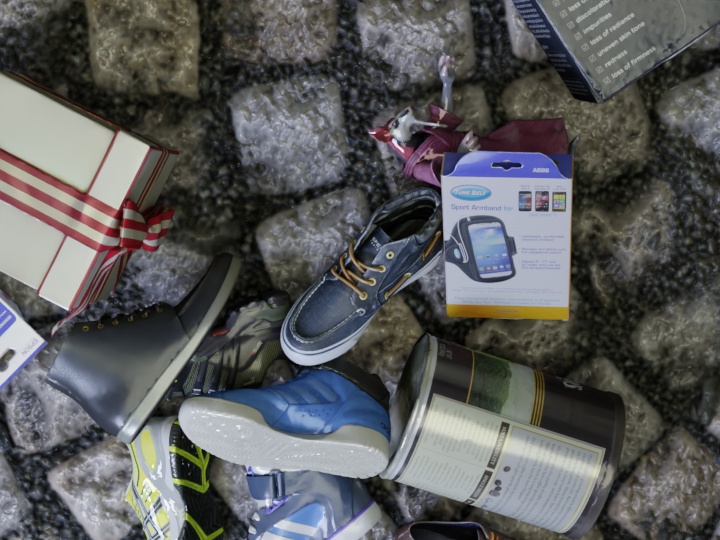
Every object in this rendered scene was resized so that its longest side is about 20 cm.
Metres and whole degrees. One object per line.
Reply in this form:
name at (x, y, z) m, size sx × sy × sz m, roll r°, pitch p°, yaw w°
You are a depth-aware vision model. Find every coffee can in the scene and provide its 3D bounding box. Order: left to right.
coffee can at (0.134, 0.159, 1.538) m, size 0.199 × 0.146 × 0.147 m, roll 18°, pitch 96°, yaw -6°

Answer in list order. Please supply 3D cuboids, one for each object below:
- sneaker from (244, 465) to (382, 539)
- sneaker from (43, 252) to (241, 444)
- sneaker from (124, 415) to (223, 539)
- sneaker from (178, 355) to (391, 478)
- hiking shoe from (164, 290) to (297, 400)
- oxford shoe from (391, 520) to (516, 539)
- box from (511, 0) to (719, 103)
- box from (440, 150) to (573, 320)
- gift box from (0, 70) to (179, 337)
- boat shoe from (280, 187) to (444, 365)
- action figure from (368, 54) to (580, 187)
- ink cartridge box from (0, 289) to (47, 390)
sneaker at (-0.093, 0.237, 1.572) m, size 0.200 × 0.081 × 0.147 m, roll -36°, pitch 90°, yaw 4°
sneaker at (-0.197, 0.048, 1.468) m, size 0.106 × 0.075 × 0.200 m, roll 35°, pitch 78°, yaw -2°
sneaker at (-0.186, 0.235, 1.573) m, size 0.076 × 0.075 × 0.201 m, roll 4°, pitch 104°, yaw 29°
sneaker at (-0.068, 0.125, 1.519) m, size 0.199 × 0.111 × 0.077 m, roll 9°, pitch 137°, yaw -3°
hiking shoe at (-0.140, 0.102, 1.546) m, size 0.200 × 0.076 × 0.101 m, roll -29°, pitch 95°, yaw -1°
oxford shoe at (0.129, 0.290, 1.581) m, size 0.199 × 0.073 × 0.071 m, roll 10°, pitch 58°, yaw -6°
box at (0.241, -0.293, 1.501) m, size 0.200 × 0.124 × 0.197 m, roll -34°, pitch 100°, yaw 1°
box at (0.136, -0.039, 1.485) m, size 0.119 × 0.042 × 0.200 m, roll 2°, pitch 131°, yaw 7°
gift box at (-0.277, -0.058, 1.469) m, size 0.186 × 0.185 × 0.200 m, roll 26°, pitch 98°, yaw 2°
boat shoe at (0.000, 0.000, 1.508) m, size 0.071 × 0.091 × 0.200 m, roll 41°, pitch 69°, yaw 21°
action figure at (0.104, -0.106, 1.543) m, size 0.199 × 0.134 × 0.149 m, roll 12°, pitch 133°, yaw 1°
ink cartridge box at (-0.402, 0.031, 1.538) m, size 0.095 × 0.037 × 0.200 m, roll -45°, pitch 96°, yaw 1°
